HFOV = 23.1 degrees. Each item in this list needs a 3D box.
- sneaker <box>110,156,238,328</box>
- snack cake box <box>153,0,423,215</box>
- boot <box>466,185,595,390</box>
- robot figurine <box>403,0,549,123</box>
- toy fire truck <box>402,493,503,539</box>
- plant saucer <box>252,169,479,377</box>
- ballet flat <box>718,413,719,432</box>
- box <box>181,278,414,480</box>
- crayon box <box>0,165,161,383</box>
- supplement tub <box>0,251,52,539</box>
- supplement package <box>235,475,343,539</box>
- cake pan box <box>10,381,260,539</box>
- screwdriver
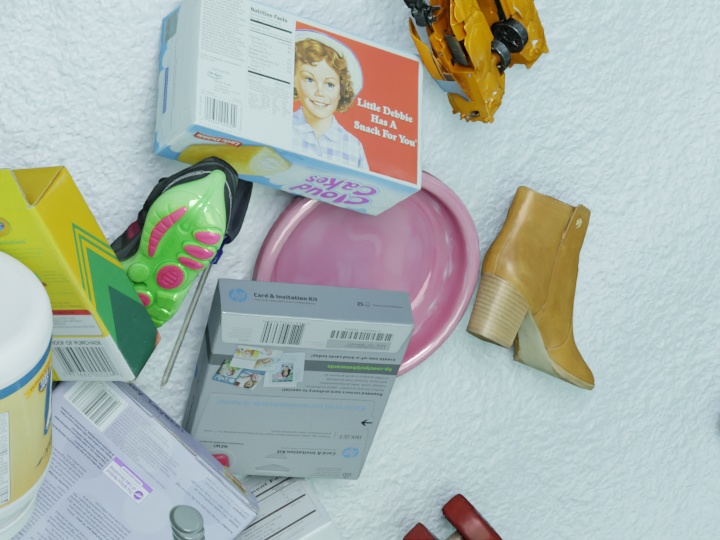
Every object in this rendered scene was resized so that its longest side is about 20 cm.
[{"bbox_3d":[-0.144,-0.019,1.326,0.077,0.200,0.084,40,50,-13],"label":"sneaker"},{"bbox_3d":[-0.051,-0.126,1.328,0.199,0.067,0.116,15,64,-30],"label":"snack cake box"},{"bbox_3d":[0.174,0.016,1.544,0.201,0.071,0.145,30,82,-50],"label":"boot"},{"bbox_3d":[0.077,-0.221,1.361,0.145,0.058,0.200,-51,130,-32],"label":"robot figurine"},{"bbox_3d":[0.114,0.313,1.601,0.112,0.168,0.200,-41,125,-1],"label":"toy fire truck"},{"bbox_3d":[0.000,0.000,1.459,0.200,0.051,0.201,-10,118,-20],"label":"plant saucer"},{"bbox_3d":[0.413,0.086,1.704,0.200,0.067,0.062,-56,152,13],"label":"ballet flat"},{"bbox_3d":[-0.055,0.092,1.425,0.155,0.041,0.200,4,135,-13],"label":"box"},{"bbox_3d":[-0.245,-0.006,1.294,0.051,0.126,0.200,-60,138,-41],"label":"crayon box"},{"bbox_3d":[-0.293,0.095,1.263,0.144,0.145,0.201,-10,136,-21],"label":"supplement tub"},{"bbox_3d":[-0.073,0.294,1.537,0.155,0.111,0.200,-30,125,-8],"label":"supplement package"},{"bbox_3d":[-0.213,0.188,1.410,0.200,0.052,0.184,42,93,-12],"label":"cake pan box"},{"bbox_3d":[-0.123,0.007,1.348,0.028,0.029,0.201,49,51,-39],"label":"screwdriver"}]
